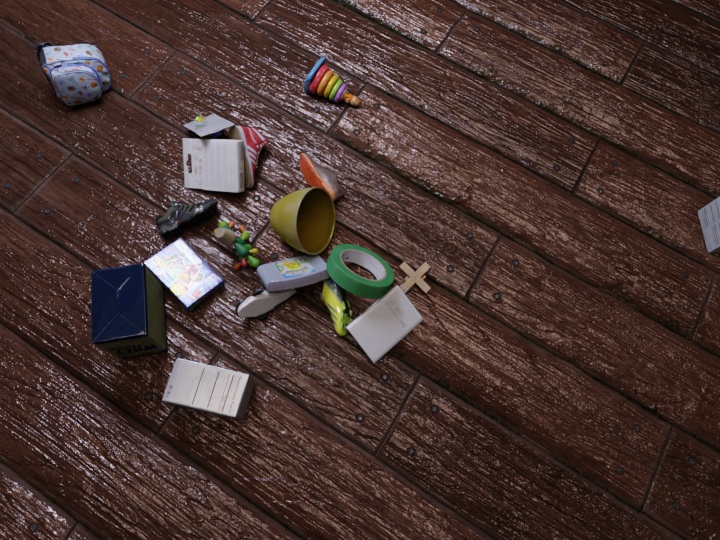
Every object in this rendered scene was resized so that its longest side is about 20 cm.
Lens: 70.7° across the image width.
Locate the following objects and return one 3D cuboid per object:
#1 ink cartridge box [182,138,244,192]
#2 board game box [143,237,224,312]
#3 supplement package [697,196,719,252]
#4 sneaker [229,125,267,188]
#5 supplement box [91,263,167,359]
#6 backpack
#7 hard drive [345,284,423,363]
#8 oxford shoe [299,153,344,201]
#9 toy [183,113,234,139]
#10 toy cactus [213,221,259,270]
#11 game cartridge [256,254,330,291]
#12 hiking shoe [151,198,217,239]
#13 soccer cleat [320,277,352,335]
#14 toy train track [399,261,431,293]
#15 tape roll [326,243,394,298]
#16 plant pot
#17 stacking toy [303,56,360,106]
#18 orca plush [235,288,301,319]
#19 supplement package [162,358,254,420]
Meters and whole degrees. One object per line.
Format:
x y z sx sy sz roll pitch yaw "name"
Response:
-0.466 -0.336 1.616 0.199 0.050 0.162 7 104 19 "ink cartridge box"
-0.523 0.010 1.510 0.200 0.034 0.135 43 62 13 "board game box"
1.235 -0.146 1.639 0.199 0.111 0.156 1 69 -3 "supplement package"
-0.353 -0.372 1.660 0.112 0.071 0.201 -19 102 -51 "sneaker"
-0.626 0.116 1.387 0.134 0.200 0.201 -8 70 -8 "supplement box"
-0.935 -0.655 1.681 0.190 0.200 0.154 -27 77 -20 "backpack"
0.072 0.156 1.484 0.200 0.027 0.132 -39 95 -16 "hard drive"
-0.128 -0.306 1.658 0.073 0.071 0.200 -28 76 -33 "oxford shoe"
-0.491 -0.460 1.656 0.115 0.047 0.200 -28 40 -21 "toy"
-0.382 -0.084 1.506 0.102 0.165 0.200 -34 68 6 "toy cactus"
-0.191 0.005 1.487 0.199 0.041 0.133 -14 34 -22 "game cartridge"
-0.545 -0.186 1.575 0.200 0.076 0.101 -31 77 -13 "hiking shoe"
-0.076 0.099 1.510 0.083 0.065 0.201 -15 72 23 "soccer cleat"
0.135 0.052 1.548 0.200 0.033 0.115 -43 84 -11 "toy train track"
0.000 0.000 1.486 0.200 0.048 0.201 20 31 -12 "tape roll"
-0.189 -0.154 1.539 0.142 0.200 0.201 8 66 30 "plant pot"
-0.088 -0.631 1.771 0.200 0.116 0.110 32 70 -6 "stacking toy"
-0.280 0.070 1.496 0.200 0.105 0.071 -35 43 -12 "orca plush"
-0.402 0.322 1.365 0.199 0.117 0.118 13 69 1 "supplement package"
